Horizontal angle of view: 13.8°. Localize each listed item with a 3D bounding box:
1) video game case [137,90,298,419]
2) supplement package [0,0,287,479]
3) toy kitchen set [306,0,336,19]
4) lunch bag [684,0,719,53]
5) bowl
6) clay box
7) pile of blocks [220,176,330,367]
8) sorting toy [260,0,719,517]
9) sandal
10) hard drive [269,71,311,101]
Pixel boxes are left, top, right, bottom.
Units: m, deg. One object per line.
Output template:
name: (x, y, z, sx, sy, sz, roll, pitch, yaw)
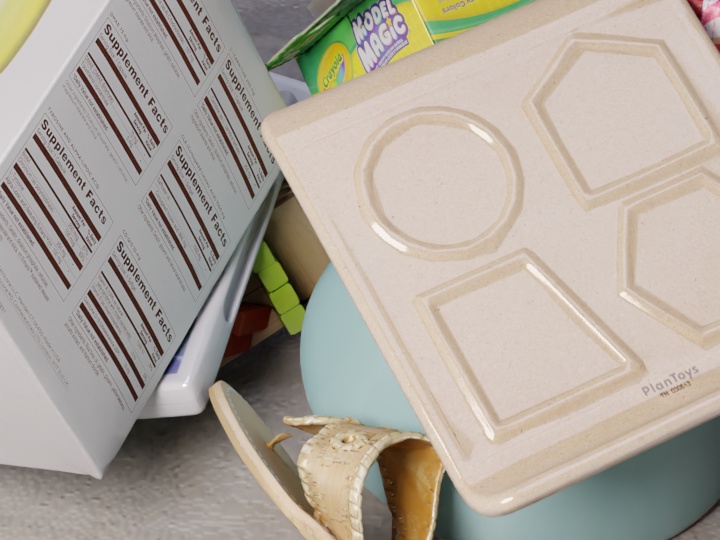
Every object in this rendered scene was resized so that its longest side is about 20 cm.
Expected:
video game case: (-0.137, -0.002, 1.333, 0.199, 0.023, 0.183, -5, 44, 24)
supplement package: (-0.167, -0.042, 1.259, 0.190, 0.148, 0.201, 5, 50, 32)
toy kitchen set: (0.056, -0.202, 1.612, 0.163, 0.200, 0.181, -40, 26, 18)
lunch bag: (0.215, -0.078, 1.288, 0.199, 0.083, 0.176, 11, 6, 19)
bowl: (0.080, 0.012, 1.248, 0.199, 0.105, 0.202, 6, 49, -7)
clay box: (0.058, -0.117, 1.306, 0.199, 0.048, 0.115, -25, -5, -28)
pile of blocks: (0.000, 0.000, 1.339, 0.198, 0.083, 0.062, -9, 20, -12)
sorting toy: (0.082, -0.015, 1.173, 0.184, 0.037, 0.201, -24, 64, -15)
sandal: (0.012, 0.098, 1.179, 0.070, 0.078, 0.212, -39, 42, 6)
hard drive: (-0.004, -0.069, 1.451, 0.199, 0.026, 0.132, 19, 1, 30)
